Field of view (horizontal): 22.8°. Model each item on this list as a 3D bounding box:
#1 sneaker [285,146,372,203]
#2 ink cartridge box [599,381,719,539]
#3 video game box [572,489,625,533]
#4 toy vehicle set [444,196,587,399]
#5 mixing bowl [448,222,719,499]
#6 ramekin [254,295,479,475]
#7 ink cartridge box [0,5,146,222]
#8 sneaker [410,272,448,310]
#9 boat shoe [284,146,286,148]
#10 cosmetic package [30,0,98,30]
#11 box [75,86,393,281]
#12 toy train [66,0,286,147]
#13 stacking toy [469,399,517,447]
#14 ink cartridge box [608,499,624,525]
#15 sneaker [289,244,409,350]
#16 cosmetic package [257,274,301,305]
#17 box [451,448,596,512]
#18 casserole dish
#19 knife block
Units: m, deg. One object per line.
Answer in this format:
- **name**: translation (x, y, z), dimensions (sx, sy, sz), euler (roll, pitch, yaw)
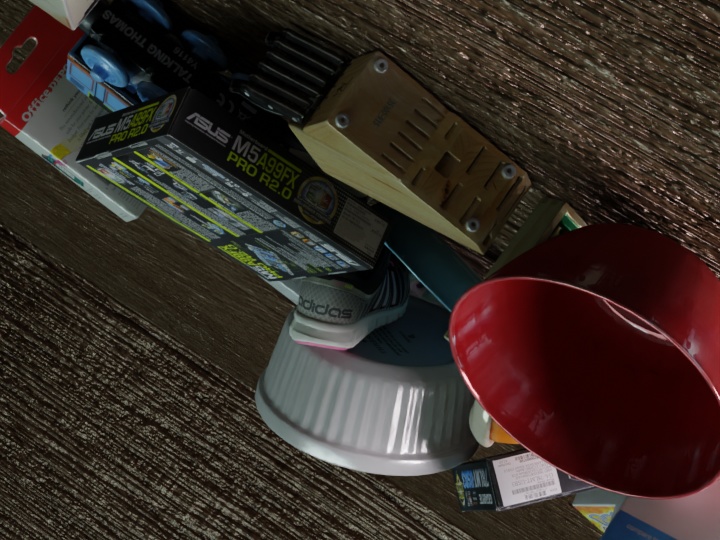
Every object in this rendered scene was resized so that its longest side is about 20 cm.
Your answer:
- **sneaker**: translation (-0.029, -0.070, 1.481), dimensions (0.081, 0.075, 0.200), euler (26, 170, -1)
- **ink cartridge box**: translation (0.256, 0.162, 1.241), dimensions (0.084, 0.200, 0.145), euler (26, 166, 33)
- **video game box**: translation (0.328, 0.250, 1.663), dimensions (0.182, 0.047, 0.200), euler (44, 149, -27)
- **toy vehicle set**: translation (0.160, 0.055, 1.276), dimensions (0.200, 0.124, 0.027), euler (42, 167, -33)
- **mixing bowl**: translation (0.170, 0.043, 1.163), dimensions (0.200, 0.108, 0.200), euler (25, 144, 20)
- **ramekin**: translation (0.016, 0.089, 1.549), dimensions (0.202, 0.094, 0.202), euler (11, -158, -4)
- **ink cartridge box**: translation (-0.265, -0.152, 1.715), dimensions (0.200, 0.116, 0.067), euler (39, 169, -12)
- **sneaker**: translation (0.069, 0.055, 1.713), dimensions (0.200, 0.078, 0.140), euler (46, 170, -2)
- **boat shoe**: translation (-0.150, -0.139, 1.542), dimensions (0.200, 0.065, 0.073), euler (37, 177, 4)
- **cosmetic package**: translation (-0.250, -0.268, 1.218), dimensions (0.200, 0.103, 0.087), euler (36, 168, 3)
- **box**: translation (-0.098, -0.061, 1.372), dimensions (0.200, 0.044, 0.160), euler (33, 160, -26)
- **toy train**: translation (-0.148, -0.144, 1.448), dimensions (0.200, 0.087, 0.114), euler (37, 162, 1)
- **stacking toy**: translation (0.196, 0.093, 1.396), dimensions (0.200, 0.146, 0.146), euler (17, 165, 12)
- **ink cartridge box**: translation (0.315, 0.243, 1.519), dimensions (0.146, 0.084, 0.200), euler (31, 150, -11)
- **sneaker**: translation (0.000, 0.000, 1.511), dimensions (0.074, 0.088, 0.200), euler (18, -159, 15)
- **cosmetic package**: translation (-0.094, -0.060, 1.621), dimensions (0.200, 0.102, 0.074), euler (37, 172, -13)
- **box**: translation (0.190, 0.164, 1.522), dimensions (0.200, 0.198, 0.050), euler (125, 134, -80)
- **casserole dish**: translation (0.076, 0.007, 1.494), dimensions (0.200, 0.039, 0.121), euler (45, -177, -36)
- **knife block**: translation (0.005, -0.094, 1.277), dimensions (0.200, 0.064, 0.176), euler (38, 170, -13)
